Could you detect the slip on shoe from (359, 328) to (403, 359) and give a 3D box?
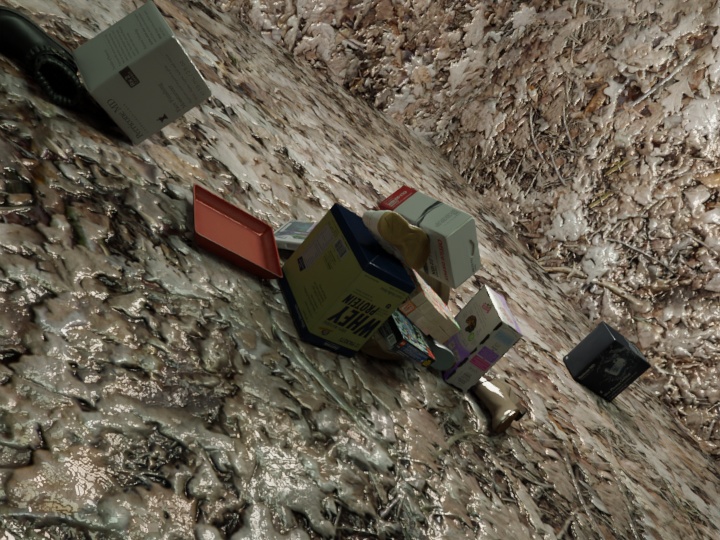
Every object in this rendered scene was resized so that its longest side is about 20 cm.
[{"bbox_3d":[0.058,0.158,1.456,0.076,0.060,0.200,58,15,24],"label":"slip on shoe"}]

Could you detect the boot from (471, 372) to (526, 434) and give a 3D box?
[{"bbox_3d":[0.304,0.299,1.626,0.146,0.071,0.199,43,17,24],"label":"boot"}]

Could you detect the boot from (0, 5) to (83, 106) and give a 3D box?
[{"bbox_3d":[-0.637,-0.417,1.351,0.210,0.080,0.158,27,24,-36],"label":"boot"}]

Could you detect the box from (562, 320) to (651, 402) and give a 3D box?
[{"bbox_3d":[0.844,0.315,2.395,0.199,0.197,0.118,32,22,-22],"label":"box"}]

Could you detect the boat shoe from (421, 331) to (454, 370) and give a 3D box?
[{"bbox_3d":[0.122,0.154,1.591,0.200,0.071,0.091,36,9,-18],"label":"boat shoe"}]

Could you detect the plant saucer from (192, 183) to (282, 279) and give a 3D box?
[{"bbox_3d":[-0.255,-0.070,1.392,0.199,0.037,0.200,31,22,-30],"label":"plant saucer"}]

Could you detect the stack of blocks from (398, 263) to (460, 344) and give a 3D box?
[{"bbox_3d":[0.138,0.079,1.504,0.200,0.058,0.116,44,14,-40],"label":"stack of blocks"}]

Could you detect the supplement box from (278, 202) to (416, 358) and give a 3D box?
[{"bbox_3d":[-0.034,0.019,1.365,0.134,0.200,0.201,26,24,-39],"label":"supplement box"}]

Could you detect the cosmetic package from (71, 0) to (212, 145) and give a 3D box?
[{"bbox_3d":[-0.447,-0.405,1.433,0.165,0.199,0.165,54,-2,37],"label":"cosmetic package"}]

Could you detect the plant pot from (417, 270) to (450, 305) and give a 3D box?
[{"bbox_3d":[0.156,0.025,1.794,0.092,0.202,0.201,-2,34,-14],"label":"plant pot"}]

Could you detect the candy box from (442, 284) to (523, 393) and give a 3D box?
[{"bbox_3d":[0.271,0.160,1.642,0.071,0.200,0.168,33,21,-20],"label":"candy box"}]

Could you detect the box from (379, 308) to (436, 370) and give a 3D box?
[{"bbox_3d":[0.071,0.098,1.435,0.137,0.040,0.201,37,20,-49],"label":"box"}]

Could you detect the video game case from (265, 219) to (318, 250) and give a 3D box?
[{"bbox_3d":[-0.100,-0.077,1.575,0.180,0.024,0.200,8,17,9],"label":"video game case"}]

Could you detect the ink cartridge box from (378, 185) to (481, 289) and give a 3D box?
[{"bbox_3d":[0.144,-0.071,1.447,0.199,0.084,0.145,30,-32,41],"label":"ink cartridge box"}]

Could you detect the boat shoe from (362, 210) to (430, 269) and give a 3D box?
[{"bbox_3d":[0.069,-0.066,1.337,0.069,0.071,0.200,24,-11,37],"label":"boat shoe"}]
